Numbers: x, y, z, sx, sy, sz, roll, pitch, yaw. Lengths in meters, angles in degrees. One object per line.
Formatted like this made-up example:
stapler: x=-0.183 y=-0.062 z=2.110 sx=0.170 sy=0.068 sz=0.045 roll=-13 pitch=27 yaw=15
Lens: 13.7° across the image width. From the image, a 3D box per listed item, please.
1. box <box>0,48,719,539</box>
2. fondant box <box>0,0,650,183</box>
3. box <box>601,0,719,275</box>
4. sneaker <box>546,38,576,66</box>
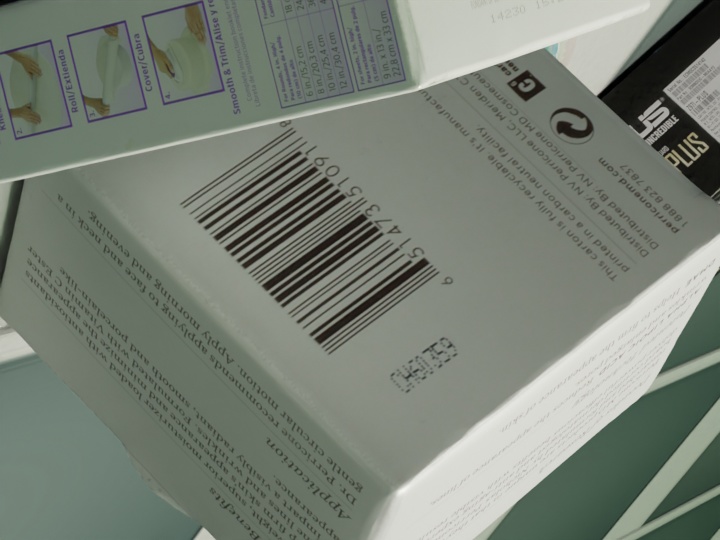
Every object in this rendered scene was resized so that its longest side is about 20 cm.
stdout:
box: x=0.000 y=0.000 z=1.164 sx=0.200 sy=0.199 sz=0.131 roll=-36 pitch=162 yaw=-32
fondant box: x=-0.029 y=-0.080 z=0.963 sx=0.199 sy=0.059 sz=0.144 roll=-12 pitch=-173 yaw=36
box: x=0.158 y=-0.034 z=1.685 sx=0.200 sy=0.086 sz=0.164 roll=-42 pitch=163 yaw=-14
sneaker: x=0.037 y=-0.083 z=1.290 sx=0.080 sy=0.071 sz=0.200 roll=-34 pitch=157 yaw=-25
